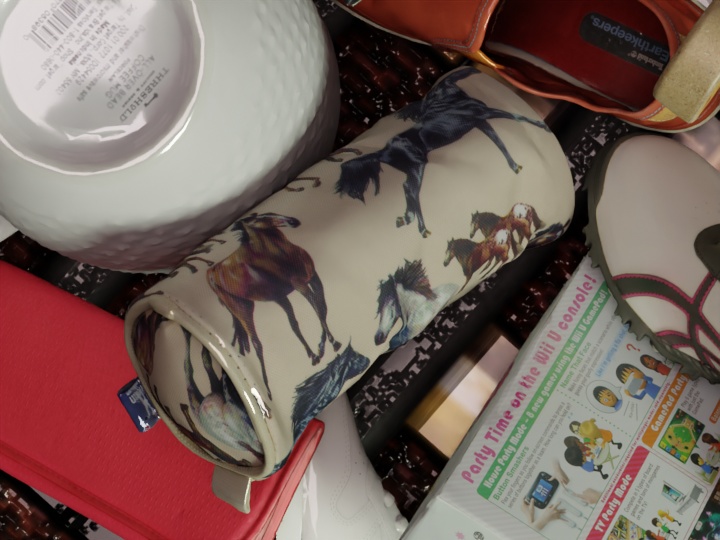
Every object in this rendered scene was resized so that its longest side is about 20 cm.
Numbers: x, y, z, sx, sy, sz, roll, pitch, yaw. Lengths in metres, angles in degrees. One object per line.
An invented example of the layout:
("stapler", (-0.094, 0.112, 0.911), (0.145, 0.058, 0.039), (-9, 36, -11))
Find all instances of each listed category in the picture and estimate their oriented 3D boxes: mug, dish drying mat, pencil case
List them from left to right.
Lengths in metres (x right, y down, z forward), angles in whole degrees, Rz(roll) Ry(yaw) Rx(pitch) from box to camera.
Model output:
("mug", (-0.109, -0.059, 0.901), (0.200, 0.175, 0.148), (-35, 87, 3))
("dish drying mat", (-0.111, 0.054, 0.940), (0.200, 0.018, 0.077), (25, 89, 28))
("pencil case", (0.000, 0.000, 0.894), (0.078, 0.090, 0.200), (26, 47, 33))

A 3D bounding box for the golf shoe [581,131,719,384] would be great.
("golf shoe", (0.155, 0.016, 0.882), (0.077, 0.088, 0.200), (-13, 59, -28))

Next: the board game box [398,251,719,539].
("board game box", (0.131, 0.106, 0.899), (0.200, 0.064, 0.148), (34, 49, 3))

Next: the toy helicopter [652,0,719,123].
("toy helicopter", (0.171, -0.140, 0.857), (0.079, 0.132, 0.200), (34, 84, 4))

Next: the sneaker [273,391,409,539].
("sneaker", (-0.001, 0.130, 0.950), (0.080, 0.076, 0.200), (-6, 93, -8))

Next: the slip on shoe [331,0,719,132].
("slip on shoe", (0.053, -0.111, 0.934), (0.200, 0.061, 0.074), (28, 106, 18))

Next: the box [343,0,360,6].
("box", (0.083, -0.196, 0.845), (0.200, 0.199, 0.050), (-37, 86, -24))

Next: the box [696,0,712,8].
("box", (0.194, -0.106, 0.947), (0.119, 0.041, 0.200), (-24, 85, 4))
